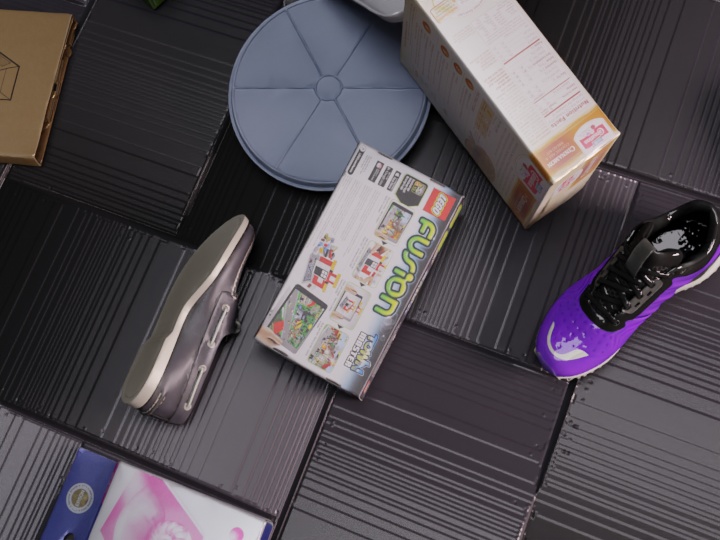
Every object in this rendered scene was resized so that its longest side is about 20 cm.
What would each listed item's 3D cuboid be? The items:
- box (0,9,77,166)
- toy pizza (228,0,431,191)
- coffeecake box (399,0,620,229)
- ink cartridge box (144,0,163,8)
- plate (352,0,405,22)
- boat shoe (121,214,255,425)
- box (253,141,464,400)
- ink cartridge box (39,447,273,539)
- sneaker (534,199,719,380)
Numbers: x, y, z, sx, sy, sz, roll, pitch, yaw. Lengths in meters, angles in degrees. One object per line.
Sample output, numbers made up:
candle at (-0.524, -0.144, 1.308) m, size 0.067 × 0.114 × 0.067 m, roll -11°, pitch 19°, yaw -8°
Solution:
box at (-0.401, -0.192, 1.100) m, size 0.196 × 0.021 × 0.166 m, roll 6°, pitch 72°, yaw 9°
toy pizza at (-0.029, -0.170, 1.032) m, size 0.196 × 0.032 × 0.204 m, roll -2°, pitch 75°, yaw 6°
coffeecake box at (0.120, -0.151, 0.924) m, size 0.073 × 0.154 × 0.201 m, roll -34°, pitch 81°, yaw -6°
ink cartridge box at (-0.196, -0.396, 1.112) m, size 0.200 × 0.076 × 0.148 m, roll -44°, pitch 71°, yaw -9°
plate at (0.061, -0.302, 1.018) m, size 0.199 × 0.033 × 0.199 m, roll -34°, pitch 38°, yaw -11°
boat shoe at (-0.142, 0.045, 0.976) m, size 0.062 × 0.072 × 0.202 m, roll 37°, pitch 69°, yaw -26°
box at (0.000, 0.000, 0.955) m, size 0.109 × 0.035 × 0.202 m, roll 28°, pitch 82°, yaw 9°
ink cartridge box at (-0.198, 0.272, 0.906) m, size 0.197 × 0.043 × 0.199 m, roll 17°, pitch 75°, yaw 12°
sneaker at (0.225, 0.006, 0.901) m, size 0.199 × 0.100 × 0.070 m, roll -39°, pitch 68°, yaw -6°
